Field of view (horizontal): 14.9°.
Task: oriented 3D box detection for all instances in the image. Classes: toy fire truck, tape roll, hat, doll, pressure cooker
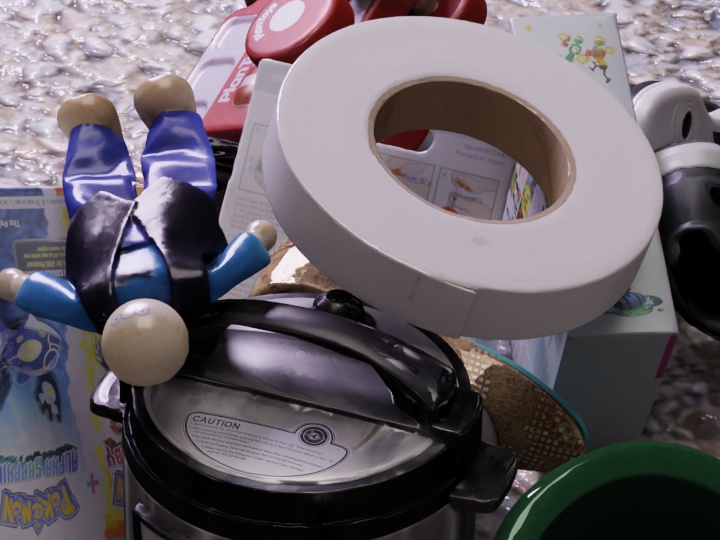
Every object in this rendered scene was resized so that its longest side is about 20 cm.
[{"bbox_3d":[-0.030,-0.148,1.688,0.168,0.112,0.200,0,53,44],"label":"toy fire truck"},{"bbox_3d":[0.051,-0.048,1.368,0.203,0.037,0.203,11,44,-10],"label":"tape roll"},{"bbox_3d":[0.125,0.183,1.366,0.200,0.176,0.166,-28,80,-25],"label":"hat"},{"bbox_3d":[-0.108,-0.013,1.306,0.136,0.048,0.200,-14,39,1],"label":"doll"},{"bbox_3d":[-0.031,0.103,1.323,0.176,0.200,0.179,-11,36,-20],"label":"pressure cooker"}]

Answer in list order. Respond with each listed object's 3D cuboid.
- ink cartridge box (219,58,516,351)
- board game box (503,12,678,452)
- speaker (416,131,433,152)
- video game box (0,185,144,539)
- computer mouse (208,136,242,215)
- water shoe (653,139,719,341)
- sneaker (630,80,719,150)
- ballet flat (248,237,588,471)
[{"bbox_3d":[0.000,0.000,1.492,0.160,0.200,0.047,14,3,19],"label":"ink cartridge box"},{"bbox_3d":[0.115,-0.017,1.496,0.064,0.148,0.200,-4,61,-9],"label":"board game box"},{"bbox_3d":[0.021,-0.105,1.749,0.200,0.089,0.088,29,42,35],"label":"speaker"},{"bbox_3d":[-0.164,0.050,1.359,0.047,0.182,0.200,-8,-2,30],"label":"video game box"},{"bbox_3d":[-0.066,-0.039,1.615,0.138,0.053,0.200,7,-6,-21],"label":"computer mouse"},{"bbox_3d":[0.195,0.008,1.521,0.071,0.200,0.079,-15,55,17],"label":"water shoe"},{"bbox_3d":[0.159,-0.083,1.693,0.112,0.073,0.200,13,2,24],"label":"sneaker"},{"bbox_3d":[0.022,0.056,1.420,0.200,0.071,0.065,32,51,21],"label":"ballet flat"}]
